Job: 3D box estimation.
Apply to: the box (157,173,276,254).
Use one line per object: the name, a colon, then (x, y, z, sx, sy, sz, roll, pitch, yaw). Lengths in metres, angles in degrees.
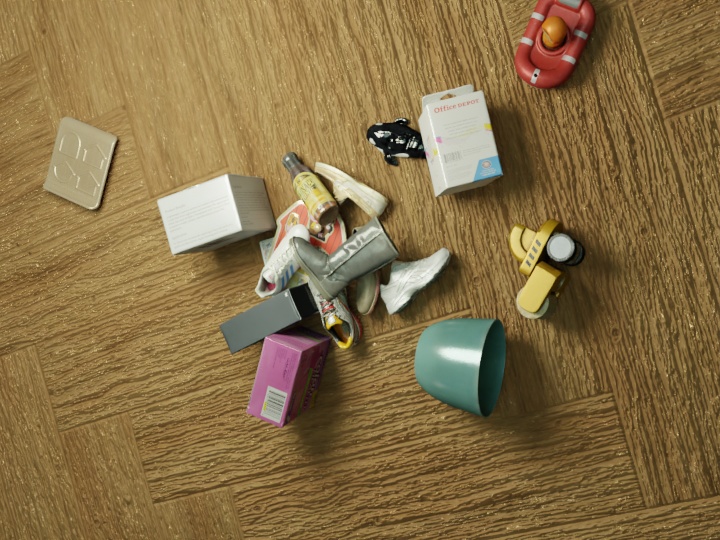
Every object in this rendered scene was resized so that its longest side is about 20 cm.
box: (-0.334, -0.132, 1.575, 0.194, 0.200, 0.134, -16, 90, 18)

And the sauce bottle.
sauce bottle: (-0.122, -0.194, 1.546, 0.066, 0.066, 0.201, -46, 60, 15)

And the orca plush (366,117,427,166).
orca plush: (0.095, -0.279, 1.496, 0.199, 0.071, 0.106, 39, 103, 12)

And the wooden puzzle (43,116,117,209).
wooden puzzle: (-0.741, -0.285, 1.779, 0.181, 0.046, 0.205, 22, 95, 15)

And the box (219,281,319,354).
box: (-0.209, 0.109, 1.557, 0.196, 0.141, 0.081, -27, 86, 17)

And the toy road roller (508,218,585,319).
toy road roller: (0.369, -0.012, 1.405, 0.144, 0.122, 0.204, 31, 102, 28)

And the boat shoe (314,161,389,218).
boat shoe: (-0.030, -0.183, 1.541, 0.197, 0.074, 0.070, 31, 96, 13)

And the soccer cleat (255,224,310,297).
soccer cleat: (-0.179, -0.014, 1.543, 0.069, 0.086, 0.202, 38, 118, 11)

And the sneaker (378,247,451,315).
sneaker: (0.115, 0.006, 1.506, 0.199, 0.078, 0.100, -42, 78, 14)

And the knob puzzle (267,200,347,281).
knob puzzle: (-0.118, -0.080, 1.573, 0.213, 0.030, 0.227, 1, 93, 18)

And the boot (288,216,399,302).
boot: (-0.037, -0.051, 1.462, 0.199, 0.073, 0.183, -38, 96, 20)

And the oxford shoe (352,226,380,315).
oxford shoe: (0.000, 0.000, 1.531, 0.070, 0.073, 0.207, -1, 87, 51)

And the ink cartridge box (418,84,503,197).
ink cartridge box: (0.206, -0.277, 1.417, 0.125, 0.125, 0.206, -13, 88, -4)

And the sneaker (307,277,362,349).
sneaker: (-0.060, 0.089, 1.539, 0.077, 0.082, 0.203, -28, 99, 20)

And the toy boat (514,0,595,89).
toy boat: (0.393, -0.476, 1.359, 0.128, 0.130, 0.205, 26, 100, 14)

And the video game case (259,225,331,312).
video game case: (-0.142, 0.006, 1.614, 0.177, 0.023, 0.206, -14, 89, 18)

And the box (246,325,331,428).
box: (-0.161, 0.238, 1.540, 0.094, 0.200, 0.181, 18, 98, 14)

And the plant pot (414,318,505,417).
plant pot: (0.209, 0.196, 1.431, 0.157, 0.199, 0.207, 7, 95, 28)
